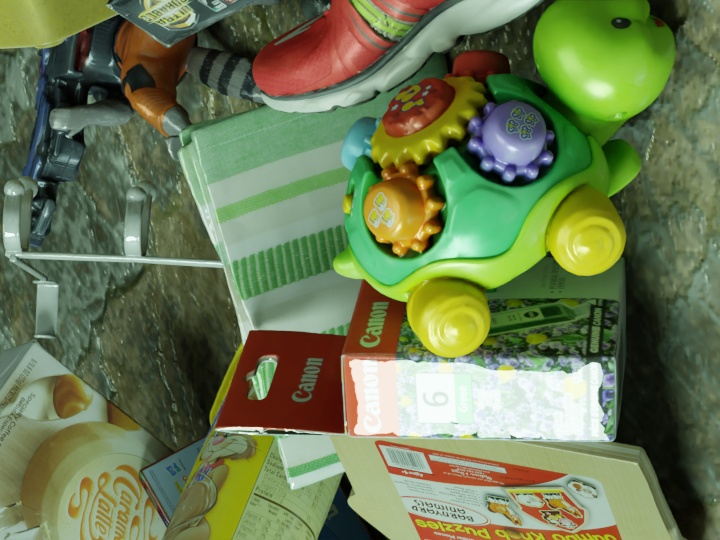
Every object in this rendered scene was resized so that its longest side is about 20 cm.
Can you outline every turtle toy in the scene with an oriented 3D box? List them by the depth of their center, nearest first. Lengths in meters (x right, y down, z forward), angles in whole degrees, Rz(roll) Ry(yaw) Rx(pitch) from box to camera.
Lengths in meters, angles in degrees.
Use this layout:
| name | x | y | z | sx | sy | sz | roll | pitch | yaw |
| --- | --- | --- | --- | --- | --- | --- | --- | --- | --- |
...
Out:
| name | x | y | z | sx | sy | sz | roll | pitch | yaw |
| --- | --- | --- | --- | --- | --- | --- | --- | --- | --- |
| turtle toy | 0.069 | -0.057 | 1.340 | 0.101 | 0.199 | 0.146 | 56 | -175 | -27 |

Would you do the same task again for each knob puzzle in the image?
| name | x | y | z | sx | sy | sz | roll | pitch | yaw |
| --- | --- | --- | --- | --- | --- | --- | --- | --- | --- |
| knob puzzle | 0.087 | 0.127 | 1.441 | 0.218 | 0.031 | 0.220 | 17 | 150 | 10 |

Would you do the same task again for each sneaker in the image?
| name | x | y | z | sx | sy | sz | roll | pitch | yaw |
| --- | --- | --- | --- | --- | --- | --- | --- | --- | --- |
| sneaker | 0.015 | -0.148 | 1.370 | 0.199 | 0.077 | 0.085 | -28 | 116 | 34 |

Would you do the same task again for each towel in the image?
| name | x | y | z | sx | sy | sz | roll | pitch | yaw |
| --- | --- | --- | --- | --- | --- | --- | --- | --- | --- |
| towel | 0.000 | 0.000 | 1.470 | 0.023 | 0.152 | 0.201 | -169 | 62 | -79 |

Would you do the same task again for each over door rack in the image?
| name | x | y | z | sx | sy | sz | roll | pitch | yaw |
| --- | --- | --- | --- | --- | --- | --- | --- | --- | --- |
| over door rack | -0.123 | -0.011 | 1.570 | 0.200 | 0.147 | 0.067 | 93 | -179 | -74 |

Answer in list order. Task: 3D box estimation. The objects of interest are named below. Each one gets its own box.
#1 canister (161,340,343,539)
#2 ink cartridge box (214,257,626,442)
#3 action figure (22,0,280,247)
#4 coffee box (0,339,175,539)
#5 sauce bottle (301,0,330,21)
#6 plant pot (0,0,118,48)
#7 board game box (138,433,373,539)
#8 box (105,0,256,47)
| name | x | y | z | sx | sy | sz | roll | pitch | yaw |
| --- | --- | --- | --- | --- | --- | --- | --- | --- | --- |
| canister | -0.063 | 0.138 | 1.539 | 0.086 | 0.201 | 0.149 | 24 | 148 | -2 |
| ink cartridge box | 0.032 | 0.037 | 1.379 | 0.199 | 0.109 | 0.051 | 1 | 117 | 8 |
| action figure | -0.131 | -0.103 | 1.624 | 0.193 | 0.104 | 0.201 | 17 | 94 | 53 |
| coffee box | -0.162 | 0.149 | 1.682 | 0.200 | 0.115 | 0.080 | 39 | 160 | -14 |
| sauce bottle | 0.025 | -0.191 | 1.408 | 0.066 | 0.066 | 0.200 | 59 | 142 | 14 |
| plant pot | -0.192 | -0.227 | 1.486 | 0.195 | 0.194 | 0.201 | 3 | 113 | 43 |
| board game box | -0.039 | 0.181 | 1.633 | 0.201 | 0.103 | 0.019 | 59 | 165 | 16 |
| box | -0.030 | -0.227 | 1.372 | 0.200 | 0.050 | 0.199 | -22 | 44 | 53 |
